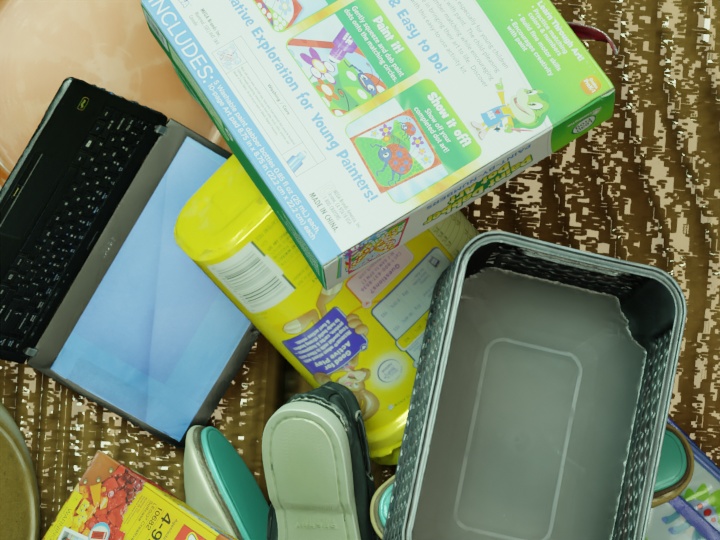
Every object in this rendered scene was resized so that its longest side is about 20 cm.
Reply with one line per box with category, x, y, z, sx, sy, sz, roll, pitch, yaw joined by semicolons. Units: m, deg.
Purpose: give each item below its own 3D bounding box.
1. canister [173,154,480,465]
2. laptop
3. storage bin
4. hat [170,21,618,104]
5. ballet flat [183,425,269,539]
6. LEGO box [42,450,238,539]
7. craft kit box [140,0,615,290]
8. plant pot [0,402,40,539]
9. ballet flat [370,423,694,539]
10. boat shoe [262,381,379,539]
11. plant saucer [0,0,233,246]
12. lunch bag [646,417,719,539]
canister;0.000;0.000;1.680;0.148;0.087;0.200;-44;124;-3
laptop;-0.137;0.001;1.660;0.103;0.200;0.178;33;95;22
storage bin;0.097;0.092;1.599;0.134;0.094;0.201;13;77;-4
hat;0.003;-0.166;1.644;0.199;0.176;0.167;-23;99;-23
ballet flat;-0.067;0.190;1.738;0.069;0.069;0.200;-35;99;-5
LEGO box;-0.142;0.231;1.640;0.077;0.149;0.201;35;85;-46
craft kit box;0.009;-0.121;1.592;0.197;0.049;0.200;-32;70;-7
plant pot;-0.252;0.157;1.655;0.027;0.200;0.201;4;95;35
ballet flat;0.101;0.137;1.671;0.199;0.063;0.069;-9;78;-9
boat shoe;-0.021;0.156;1.675;0.074;0.066;0.200;3;117;21
plant saucer;-0.157;-0.116;1.716;0.199;0.032;0.202;-1;95;-9
lunch bag;0.152;0.159;1.757;0.200;0.082;0.161;44;84;-10
